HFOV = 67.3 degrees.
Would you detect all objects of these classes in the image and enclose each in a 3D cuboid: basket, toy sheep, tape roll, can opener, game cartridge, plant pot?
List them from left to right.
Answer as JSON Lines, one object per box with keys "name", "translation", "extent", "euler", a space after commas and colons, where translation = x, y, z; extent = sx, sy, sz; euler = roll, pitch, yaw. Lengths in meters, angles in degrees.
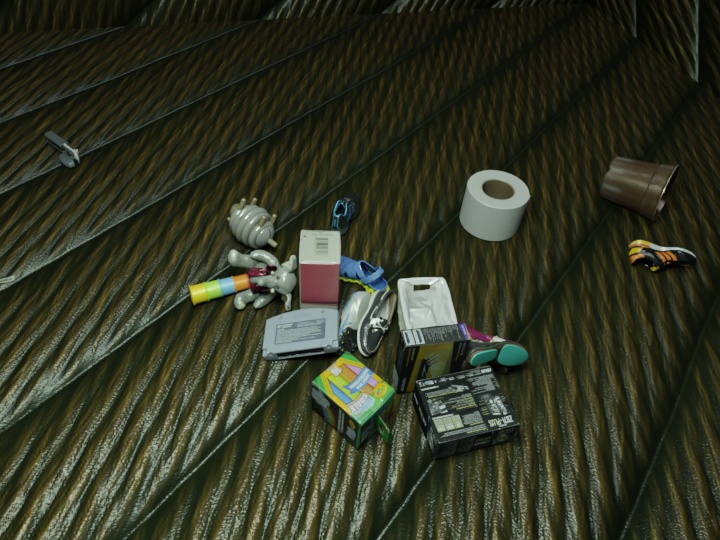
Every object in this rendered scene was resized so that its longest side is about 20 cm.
{"name": "can opener", "translation": [-1.060, -0.432, 1.913], "extent": [0.200, 0.053, 0.066], "euler": [37, 55, 27]}
{"name": "toy sheep", "translation": [-0.324, -0.135, 1.640], "extent": [0.138, 0.138, 0.200], "euler": [-34, 64, -31]}
{"name": "game cartridge", "translation": [-0.152, 0.161, 1.408], "extent": [0.199, 0.042, 0.134], "euler": [-8, 42, 8]}
{"name": "basket", "translation": [0.170, 0.131, 1.432], "extent": [0.135, 0.124, 0.201], "euler": [-1, 46, -6]}
{"name": "tape roll", "translation": [0.435, -0.213, 1.769], "extent": [0.202, 0.140, 0.203], "euler": [3, 46, -3]}
{"name": "plant pot", "translation": [0.953, -0.294, 1.866], "extent": [0.198, 0.201, 0.200], "euler": [26, 49, 31]}

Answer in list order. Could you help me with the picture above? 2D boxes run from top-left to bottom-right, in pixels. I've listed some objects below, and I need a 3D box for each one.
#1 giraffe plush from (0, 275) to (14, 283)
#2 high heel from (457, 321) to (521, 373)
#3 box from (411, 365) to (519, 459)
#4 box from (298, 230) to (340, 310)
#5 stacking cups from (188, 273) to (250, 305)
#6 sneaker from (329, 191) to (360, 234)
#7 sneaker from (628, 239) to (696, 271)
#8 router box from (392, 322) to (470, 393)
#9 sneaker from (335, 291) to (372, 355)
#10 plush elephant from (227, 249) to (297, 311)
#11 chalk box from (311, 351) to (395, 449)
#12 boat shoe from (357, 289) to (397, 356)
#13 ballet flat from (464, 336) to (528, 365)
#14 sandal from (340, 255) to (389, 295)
{"name": "giraffe plush", "translation": [-1.054, 0.001, 1.426], "extent": [0.200, 0.163, 0.172], "euler": [-30, 55, -28]}
{"name": "high heel", "translation": [0.331, 0.181, 1.439], "extent": [0.200, 0.068, 0.096], "euler": [40, 58, 14]}
{"name": "box", "translation": [0.242, 0.331, 1.273], "extent": [0.199, 0.086, 0.164], "euler": [-9, 48, -13]}
{"name": "box", "translation": [-0.111, 0.005, 1.474], "extent": [0.108, 0.201, 0.128], "euler": [1, 46, -4]}
{"name": "stacking cups", "translation": [-0.374, 0.043, 1.513], "extent": [0.199, 0.061, 0.061], "euler": [-16, 50, -19]}
{"name": "sneaker", "translation": [-0.046, -0.202, 1.759], "extent": [0.073, 0.082, 0.200], "euler": [11, 45, 8]}
{"name": "sneaker", "translation": [0.942, -0.029, 1.695], "extent": [0.199, 0.070, 0.090], "euler": [15, 62, 10]}
{"name": "router box", "translation": [0.166, 0.214, 1.300], "extent": [0.156, 0.201, 0.052], "euler": [-6, 47, -9]}
{"name": "sneaker", "translation": [-0.026, 0.143, 1.454], "extent": [0.072, 0.072, 0.201], "euler": [-14, 41, 44]}
{"name": "plush elephant", "translation": [-0.242, 0.026, 1.465], "extent": [0.199, 0.166, 0.155], "euler": [-3, 5, -32]}
{"name": "chalk box", "translation": [-0.002, 0.311, 1.248], "extent": [0.200, 0.125, 0.124], "euler": [35, 54, 24]}
{"name": "boat shoe", "translation": [0.049, 0.135, 1.435], "extent": [0.060, 0.074, 0.201], "euler": [-16, 39, 42]}
{"name": "ballet flat", "translation": [0.330, 0.195, 1.345], "extent": [0.199, 0.068, 0.068], "euler": [7, 27, -32]}
{"name": "sandal", "translation": [0.000, 0.000, 1.569], "extent": [0.199, 0.087, 0.080], "euler": [25, 51, 20]}
